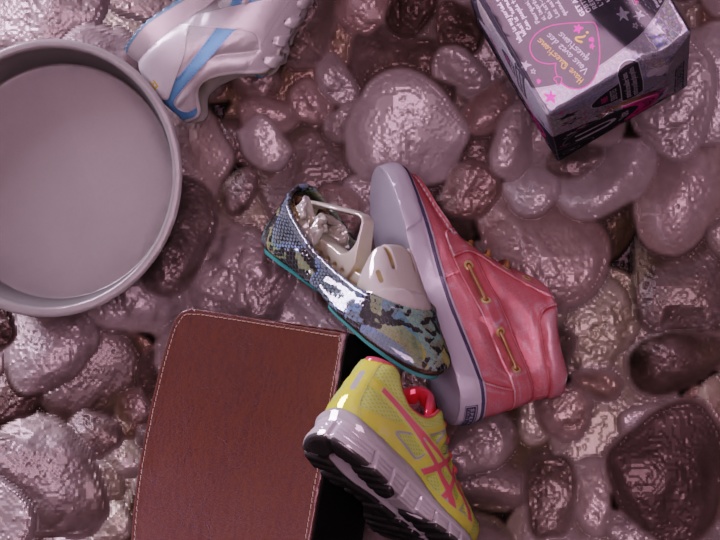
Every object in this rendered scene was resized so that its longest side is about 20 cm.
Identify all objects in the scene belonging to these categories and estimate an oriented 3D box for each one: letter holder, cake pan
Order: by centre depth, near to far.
[{"bbox_3d":[-0.072,0.138,1.720,0.141,0.100,0.202,8,85,21],"label":"letter holder"},{"bbox_3d":[-0.222,-0.066,1.783,0.198,0.037,0.202,-1,86,9],"label":"cake pan"}]

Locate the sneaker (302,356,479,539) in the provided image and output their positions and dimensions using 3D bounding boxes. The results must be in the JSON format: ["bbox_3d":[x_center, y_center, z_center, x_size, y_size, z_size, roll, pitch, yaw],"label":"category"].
[{"bbox_3d":[0.037,0.128,1.673,0.078,0.200,0.091,9,64,30],"label":"sneaker"}]

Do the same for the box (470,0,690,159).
[{"bbox_3d":[0.147,-0.168,1.678,0.114,0.200,0.133,-29,82,4],"label":"box"}]

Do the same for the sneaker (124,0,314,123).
[{"bbox_3d":[-0.070,-0.188,1.772,0.199,0.077,0.081,-35,89,8],"label":"sneaker"}]

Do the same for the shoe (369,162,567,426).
[{"bbox_3d":[0.076,0.010,1.738,0.090,0.072,0.201,-12,67,-20],"label":"shoe"}]

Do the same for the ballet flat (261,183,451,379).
[{"bbox_3d":[0.000,0.000,1.700,0.074,0.074,0.200,-52,50,-1],"label":"ballet flat"}]
